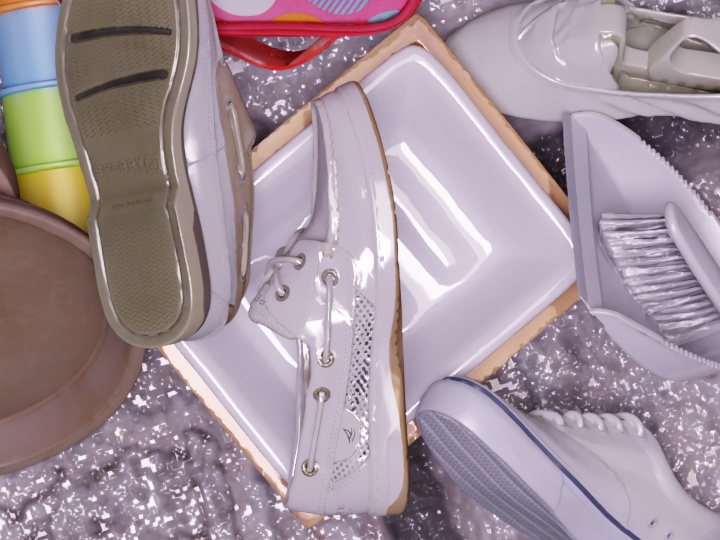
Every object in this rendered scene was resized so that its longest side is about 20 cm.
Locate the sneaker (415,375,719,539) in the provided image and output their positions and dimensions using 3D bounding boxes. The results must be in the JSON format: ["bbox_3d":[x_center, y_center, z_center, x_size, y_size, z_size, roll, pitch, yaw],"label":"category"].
[{"bbox_3d":[0.104,0.096,1.356,0.200,0.073,0.071,41,70,-36],"label":"sneaker"}]

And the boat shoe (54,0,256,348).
[{"bbox_3d":[-0.090,-0.068,1.283,0.074,0.068,0.202,1,95,29],"label":"boat shoe"}]

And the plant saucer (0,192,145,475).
[{"bbox_3d":[-0.201,0.028,1.322,0.199,0.201,0.030,-6,47,-3],"label":"plant saucer"}]

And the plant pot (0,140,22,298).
[{"bbox_3d":[-0.261,-0.045,1.320,0.199,0.202,0.093,-8,49,-3],"label":"plant pot"}]

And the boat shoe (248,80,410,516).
[{"bbox_3d":[-0.017,0.015,1.286,0.069,0.071,0.202,-4,93,-4],"label":"boat shoe"}]

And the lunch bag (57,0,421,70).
[{"bbox_3d":[-0.055,-0.178,1.301,0.199,0.082,0.177,2,116,22],"label":"lunch bag"}]

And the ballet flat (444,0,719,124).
[{"bbox_3d":[0.140,-0.108,1.374,0.198,0.069,0.070,7,90,-4],"label":"ballet flat"}]

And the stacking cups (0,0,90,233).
[{"bbox_3d":[-0.159,-0.107,1.367,0.060,0.061,0.201,-10,88,-3],"label":"stacking cups"}]

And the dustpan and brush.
[{"bbox_3d":[0.174,0.017,1.363,0.057,0.140,0.200,-24,131,22],"label":"dustpan and brush"}]

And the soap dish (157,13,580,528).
[{"bbox_3d":[0.000,0.000,1.363,0.200,0.081,0.158,-40,93,-2],"label":"soap dish"}]
